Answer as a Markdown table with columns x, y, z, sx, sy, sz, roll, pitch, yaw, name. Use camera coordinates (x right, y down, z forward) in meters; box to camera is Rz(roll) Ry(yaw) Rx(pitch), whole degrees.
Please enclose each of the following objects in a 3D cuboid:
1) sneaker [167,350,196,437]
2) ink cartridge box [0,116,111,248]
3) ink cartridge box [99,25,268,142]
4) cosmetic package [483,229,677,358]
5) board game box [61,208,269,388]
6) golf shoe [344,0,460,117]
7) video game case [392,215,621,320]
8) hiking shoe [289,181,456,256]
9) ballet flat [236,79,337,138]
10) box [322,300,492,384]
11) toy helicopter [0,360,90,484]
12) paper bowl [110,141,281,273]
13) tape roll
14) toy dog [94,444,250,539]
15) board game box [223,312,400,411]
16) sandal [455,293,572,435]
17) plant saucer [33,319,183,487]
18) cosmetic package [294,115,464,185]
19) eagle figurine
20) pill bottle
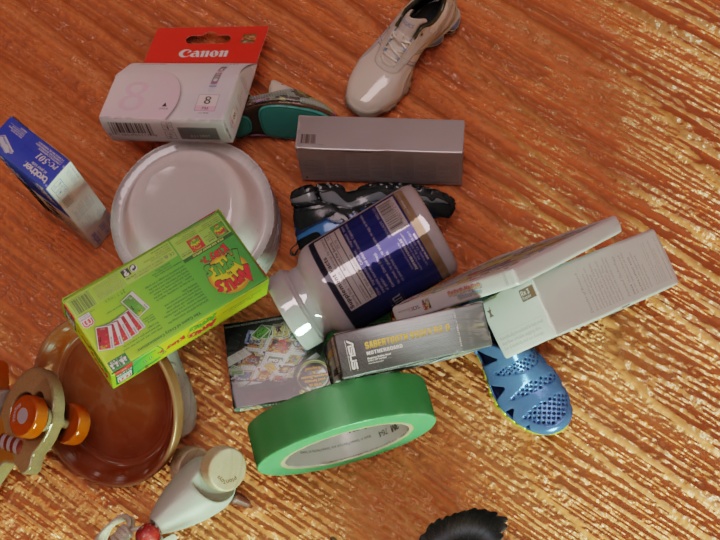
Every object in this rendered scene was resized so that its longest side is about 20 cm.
| x | y | z | sx | sy | sz | roll | pitch | yaw | name |
| --- | --- | --- | --- | --- | --- | --- | --- | --- | --- |
| -0.247 | 0.099 | 1.397 | 0.075 | 0.100 | 0.201 | -22 | 72 | -13 | sneaker |
| -0.355 | -0.099 | 1.418 | 0.094 | 0.200 | 0.044 | 36 | 78 | 14 | ink cartridge box |
| -0.213 | -0.244 | 1.494 | 0.162 | 0.057 | 0.201 | 2 | 59 | 15 | ink cartridge box |
| 0.242 | 0.025 | 1.340 | 0.199 | 0.102 | 0.074 | -21 | 83 | -32 | cosmetic package |
| -0.210 | 0.029 | 1.319 | 0.200 | 0.048 | 0.102 | -32 | 76 | -19 | board game box |
| 0.046 | -0.281 | 1.504 | 0.078 | 0.097 | 0.200 | 34 | 79 | 12 | golf shoe |
| 0.159 | -0.002 | 1.321 | 0.200 | 0.182 | 0.023 | -24 | 92 | -43 | video game case |
| 0.015 | -0.061 | 1.459 | 0.199 | 0.074 | 0.087 | 0 | 98 | 1 | hiking shoe |
| -0.130 | -0.199 | 1.512 | 0.199 | 0.069 | 0.071 | -7 | 52 | 2 | ballet flat |
| 0.044 | 0.081 | 1.307 | 0.158 | 0.200 | 0.049 | -13 | 84 | -6 | box |
| -0.403 | 0.194 | 1.379 | 0.132 | 0.079 | 0.200 | 44 | 105 | 36 | toy helicopter |
| -0.198 | -0.062 | 1.447 | 0.199 | 0.104 | 0.202 | -1 | 73 | 5 | paper bowl |
| -0.020 | 0.167 | 1.306 | 0.199 | 0.201 | 0.048 | -17 | 70 | -1 | tape roll |
| -0.191 | 0.282 | 1.340 | 0.200 | 0.132 | 0.096 | -46 | 113 | -6 | toy dog |
| -0.056 | 0.098 | 1.425 | 0.199 | 0.023 | 0.105 | -9 | 70 | 1 | board game box |
| 0.168 | 0.099 | 1.376 | 0.079 | 0.087 | 0.200 | -34 | 75 | -9 | sandal |
| -0.284 | 0.145 | 1.376 | 0.199 | 0.032 | 0.202 | 5 | 102 | 24 | plant saucer |
| 0.025 | -0.146 | 1.468 | 0.199 | 0.083 | 0.051 | 3 | 64 | 4 | cosmetic package |
| 0.072 | 0.353 | 1.296 | 0.199 | 0.151 | 0.153 | -6 | 113 | -28 | eagle figurine |
| 0.000 | 0.000 | 1.377 | 0.199 | 0.116 | 0.116 | -30 | 72 | 3 | pill bottle |
